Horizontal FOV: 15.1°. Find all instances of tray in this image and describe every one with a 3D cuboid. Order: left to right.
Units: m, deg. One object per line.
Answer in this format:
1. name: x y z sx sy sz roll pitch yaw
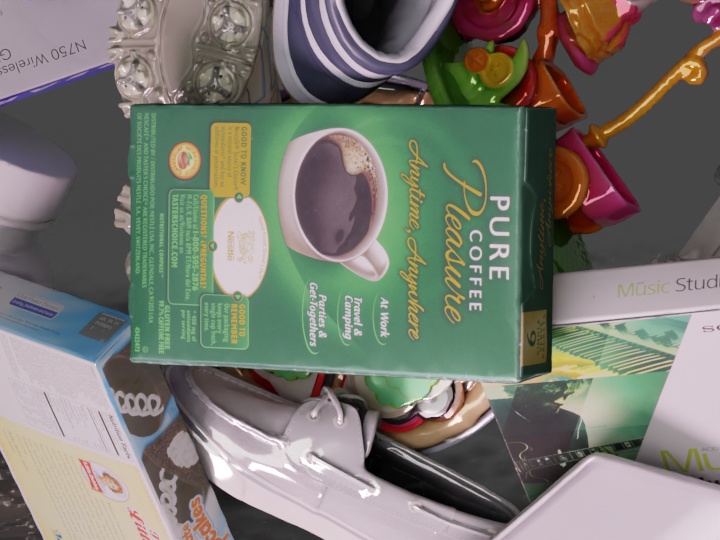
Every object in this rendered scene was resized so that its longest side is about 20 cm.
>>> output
1. tray: 0.095 0.143 1.304 0.107 0.022 0.200 17 137 -27

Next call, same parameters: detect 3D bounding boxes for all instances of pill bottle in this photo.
1. pill bottle: -0.226 0.017 1.390 0.119 0.120 0.201 30 104 10

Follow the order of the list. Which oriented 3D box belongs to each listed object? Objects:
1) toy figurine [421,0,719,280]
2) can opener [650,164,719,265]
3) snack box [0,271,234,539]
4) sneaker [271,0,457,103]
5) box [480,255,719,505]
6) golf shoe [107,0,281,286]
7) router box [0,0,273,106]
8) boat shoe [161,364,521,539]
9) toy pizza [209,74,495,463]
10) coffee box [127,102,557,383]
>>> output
1. toy figurine: 0.132 -0.112 1.264 0.184 0.150 0.201 -31 73 15
2. can opener: 0.202 -0.038 1.303 0.066 0.053 0.201 23 108 -24
3. snack box: -0.128 0.093 1.340 0.116 0.037 0.201 17 140 37
4. sneaker: -0.002 -0.177 1.221 0.070 0.108 0.201 -3 88 -19
5. box: 0.140 0.071 1.271 0.144 0.036 0.200 -6 138 17
6. golf shoe: -0.071 -0.082 1.315 0.078 0.097 0.201 12 105 22
7. router box: -0.157 -0.182 1.328 0.199 0.049 0.180 -21 92 -18
8. boat shoe: -0.010 0.095 1.346 0.200 0.072 0.069 34 114 -1
9. toy pizza: 0.000 0.000 1.368 0.199 0.032 0.201 2 98 16
10. coffee box: -0.010 -0.015 1.213 0.199 0.044 0.124 1 92 26
